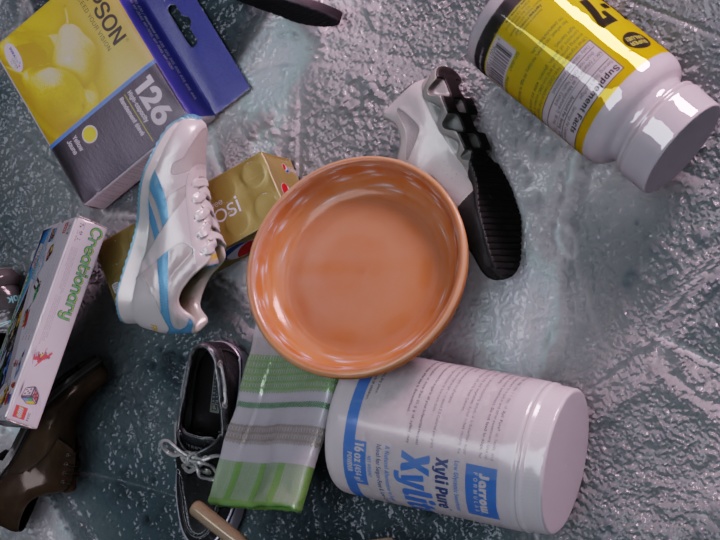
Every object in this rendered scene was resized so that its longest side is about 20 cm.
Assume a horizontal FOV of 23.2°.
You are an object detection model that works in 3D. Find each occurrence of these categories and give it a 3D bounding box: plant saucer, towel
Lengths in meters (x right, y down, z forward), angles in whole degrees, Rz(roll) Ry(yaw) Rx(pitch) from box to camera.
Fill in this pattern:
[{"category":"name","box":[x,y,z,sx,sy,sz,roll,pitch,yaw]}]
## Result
[{"category":"plant saucer","box":[0.000,0.000,1.509,0.200,0.037,0.200,-7,69,19]},{"category":"towel","box":[-0.072,0.115,1.562,0.149,0.031,0.200,-10,60,56]}]

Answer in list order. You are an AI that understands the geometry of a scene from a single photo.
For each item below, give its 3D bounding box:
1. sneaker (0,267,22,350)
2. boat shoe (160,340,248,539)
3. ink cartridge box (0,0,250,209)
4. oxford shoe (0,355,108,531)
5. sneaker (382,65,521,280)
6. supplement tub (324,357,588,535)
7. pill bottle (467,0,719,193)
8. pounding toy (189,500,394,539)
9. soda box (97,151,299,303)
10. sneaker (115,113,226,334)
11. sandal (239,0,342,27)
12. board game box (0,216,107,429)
[{"category":"sneaker","box":[-0.414,0.076,1.754,0.200,0.075,0.079,-33,78,19]},{"category":"boat shoe","box":[-0.145,0.165,1.636,0.074,0.068,0.200,11,92,24]},{"category":"ink cartridge box","box":[-0.236,-0.196,1.709,0.200,0.047,0.198,-38,73,19]},{"category":"oxford shoe","box":[-0.297,0.170,1.710,0.084,0.073,0.200,37,103,3]},{"category":"sneaker","box":[0.079,-0.074,1.558,0.088,0.074,0.200,-29,71,29]},{"category":"supplement tub","box":[0.082,0.146,1.506,0.200,0.132,0.132,9,91,24]},{"category":"pill bottle","box":[0.198,-0.163,1.483,0.200,0.114,0.114,42,103,19]},{"category":"pounding toy","box":[-0.045,0.306,1.528,0.184,0.142,0.200,-12,57,22]},{"category":"soda box","box":[-0.148,-0.036,1.651,0.200,0.064,0.068,-28,76,19]},{"category":"sneaker","box":[-0.160,-0.041,1.588,0.081,0.077,0.200,14,98,15]},{"category":"sandal","box":[-0.103,-0.277,1.644,0.200,0.075,0.045,23,85,25]},{"category":"board game box","box":[-0.303,0.051,1.663,0.035,0.126,0.200,22,78,-21]}]
